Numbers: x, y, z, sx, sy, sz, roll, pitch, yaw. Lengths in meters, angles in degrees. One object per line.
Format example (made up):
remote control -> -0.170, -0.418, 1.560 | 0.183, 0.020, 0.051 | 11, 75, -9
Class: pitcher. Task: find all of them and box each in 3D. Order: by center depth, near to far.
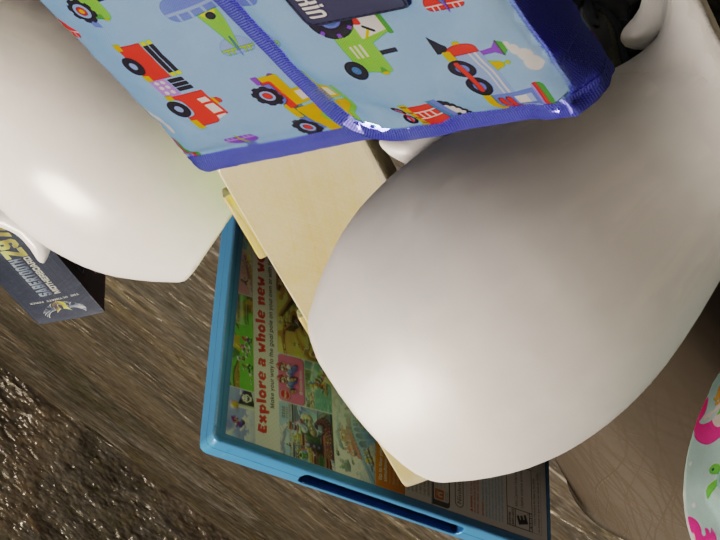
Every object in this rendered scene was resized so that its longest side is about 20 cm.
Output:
pitcher -> 0.066, -0.033, 0.675 | 0.172, 0.200, 0.121 | 52, -167, 12
pitcher -> -0.160, -0.062, 0.873 | 0.200, 0.172, 0.121 | 33, -157, -7

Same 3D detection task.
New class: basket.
basket -> 0.132, 0.026, 0.886 | 0.180, 0.136, 0.200 | 1, 141, 43

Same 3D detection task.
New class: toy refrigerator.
toy refrigerator -> 0.000, 0.000, 0.832 | 0.076, 0.070, 0.200 | -106, -11, -57

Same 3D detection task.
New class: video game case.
video game case -> 0.013, 0.059, 0.937 | 0.200, 0.143, 0.018 | 22, 140, -25

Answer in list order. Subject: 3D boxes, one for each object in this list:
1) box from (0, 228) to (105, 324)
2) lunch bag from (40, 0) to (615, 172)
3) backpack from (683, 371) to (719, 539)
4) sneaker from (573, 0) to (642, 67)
box -> -0.203, -0.091, 1.095 | 0.051, 0.200, 0.158 | -10, 150, 13
lunch bag -> -0.017, -0.110, 0.578 | 0.200, 0.094, 0.151 | 6, 147, 49
backpack -> 0.229, 0.088, 0.675 | 0.200, 0.178, 0.151 | 38, 141, 1
sneaker -> 0.078, -0.099, 0.754 | 0.200, 0.074, 0.081 | 45, 124, 3
